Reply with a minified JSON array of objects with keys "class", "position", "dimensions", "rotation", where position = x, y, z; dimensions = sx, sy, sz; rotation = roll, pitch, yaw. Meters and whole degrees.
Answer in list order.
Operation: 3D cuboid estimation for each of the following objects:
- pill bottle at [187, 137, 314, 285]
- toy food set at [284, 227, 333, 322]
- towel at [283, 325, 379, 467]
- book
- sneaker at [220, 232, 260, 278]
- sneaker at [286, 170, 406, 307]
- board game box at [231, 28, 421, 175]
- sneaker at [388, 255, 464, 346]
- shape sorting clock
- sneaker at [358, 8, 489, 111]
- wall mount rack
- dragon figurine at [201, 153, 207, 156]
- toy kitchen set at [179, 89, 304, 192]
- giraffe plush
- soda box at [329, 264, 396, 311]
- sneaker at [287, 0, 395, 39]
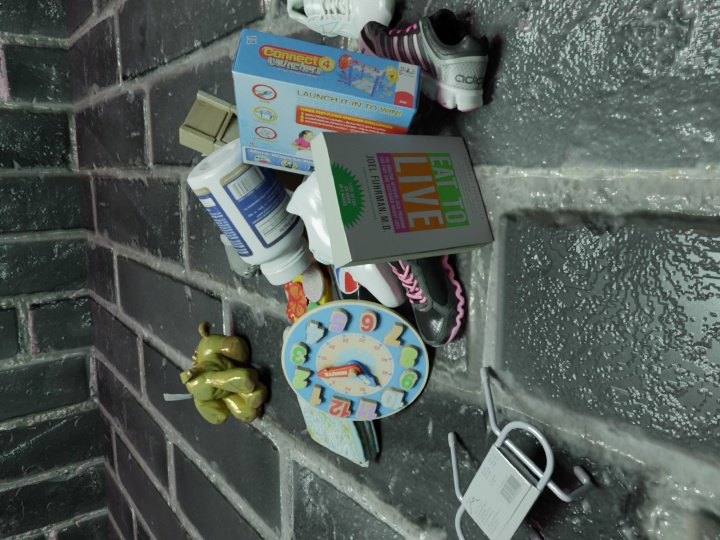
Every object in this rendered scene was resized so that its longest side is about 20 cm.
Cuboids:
[{"class":"pill bottle","position":[-0.151,-0.081,0.868],"dimensions":[0.110,0.111,0.201],"rotation":[11,139,53]},{"class":"toy food set","position":[-0.086,0.007,0.981],"dimensions":[0.197,0.048,0.204],"rotation":[9,103,53]},{"class":"towel","position":[-0.052,0.195,0.933],"dimensions":[0.170,0.048,0.203],"rotation":[8,116,53]},{"class":"book","position":[0.047,-0.081,0.649],"dimensions":[0.048,0.198,0.136],"rotation":[-21,80,54]},{"class":"sneaker","position":[-0.204,-0.028,1.132],"dimensions":[0.199,0.075,0.094],"rotation":[15,116,60]},{"class":"sneaker","position":[-0.020,-0.027,0.770],"dimensions":[0.088,0.075,0.201],"rotation":[-38,83,26]},{"class":"board game box","position":[-0.045,-0.180,0.709],"dimensions":[0.196,0.197,0.057],"rotation":[115,164,-70]},{"class":"sneaker","position":[0.067,-0.004,0.727],"dimensions":[0.079,0.094,0.203],"rotation":[-8,91,53]},{"class":"shape sorting clock","position":[-0.008,0.126,0.792],"dimensions":[0.039,0.197,0.202],"rotation":[-81,11,-55]},{"class":"sneaker","position":[0.075,-0.262,0.688],"dimensions":[0.200,0.073,0.088],"rotation":[43,130,35]},{"class":"wall mount rack","position":[0.155,0.218,0.667],"dimensions":[0.174,0.074,0.202],"rotation":[45,130,36]},{"class":"dragon figurine","position":[-0.235,-0.233,1.138],"dimensions":[0.198,0.099,0.060],"rotation":[21,112,30]},{"class":"toy kitchen set","position":[-0.145,-0.260,0.893],"dimensions":[0.181,0.197,0.165],"rotation":[125,165,-62]},{"class":"giraffe plush","position":[-0.288,0.202,1.230],"dimensions":[0.163,0.197,0.174],"rotation":[-92,19,-48]},{"class":"soda box","position":[0.000,0.000,0.839],"dimensions":[0.063,0.070,0.203],"rotation":[-7,91,51]},{"class":"sneaker","position":[-0.030,-0.354,0.814],"dimensions":[0.199,0.079,0.072],"rotation":[21,111,50]}]
